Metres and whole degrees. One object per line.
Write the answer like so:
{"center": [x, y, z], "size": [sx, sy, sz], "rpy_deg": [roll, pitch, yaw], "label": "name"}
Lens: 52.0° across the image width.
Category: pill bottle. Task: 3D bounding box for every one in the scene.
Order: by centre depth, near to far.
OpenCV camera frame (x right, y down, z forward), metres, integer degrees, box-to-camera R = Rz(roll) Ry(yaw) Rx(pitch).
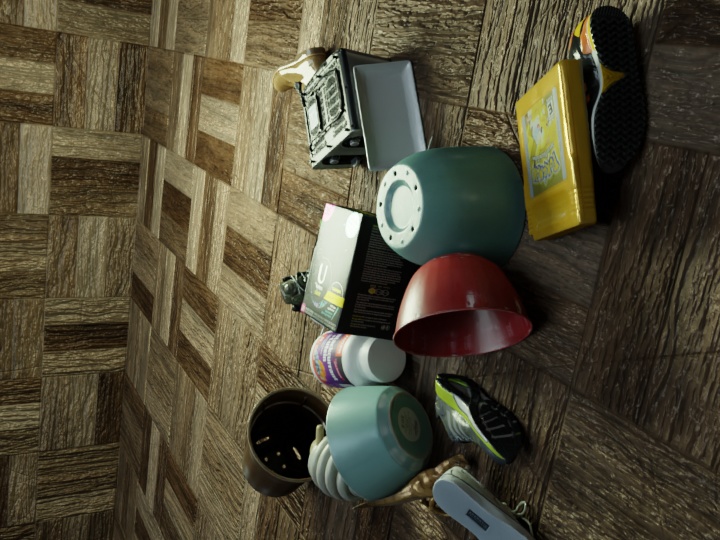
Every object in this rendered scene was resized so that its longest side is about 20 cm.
{"center": [-0.004, 0.164, 1.371], "size": [0.199, 0.111, 0.113], "rpy_deg": [-12, 80, 58], "label": "pill bottle"}

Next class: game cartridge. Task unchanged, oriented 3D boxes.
{"center": [0.249, -0.147, 0.960], "size": [0.176, 0.032, 0.202], "rpy_deg": [140, 127, -81], "label": "game cartridge"}

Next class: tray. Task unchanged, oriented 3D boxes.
{"center": [0.052, -0.270, 1.298], "size": [0.022, 0.106, 0.202], "rpy_deg": [111, 151, -75], "label": "tray"}

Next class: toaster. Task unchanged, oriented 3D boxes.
{"center": [-0.027, -0.308, 1.403], "size": [0.181, 0.118, 0.202], "rpy_deg": [-30, 65, 54], "label": "toaster"}

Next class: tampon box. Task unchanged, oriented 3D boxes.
{"center": [0.000, 0.000, 1.275], "size": [0.150, 0.125, 0.202], "rpy_deg": [22, 100, 60], "label": "tampon box"}

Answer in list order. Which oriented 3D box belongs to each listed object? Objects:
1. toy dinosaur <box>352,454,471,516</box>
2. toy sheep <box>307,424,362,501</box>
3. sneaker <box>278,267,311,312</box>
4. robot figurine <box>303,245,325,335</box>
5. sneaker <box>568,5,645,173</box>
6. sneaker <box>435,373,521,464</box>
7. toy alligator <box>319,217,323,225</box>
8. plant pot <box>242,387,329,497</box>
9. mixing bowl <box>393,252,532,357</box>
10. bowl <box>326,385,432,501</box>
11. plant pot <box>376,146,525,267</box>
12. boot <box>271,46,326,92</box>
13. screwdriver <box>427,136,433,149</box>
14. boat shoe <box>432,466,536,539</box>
{"center": [0.097, 0.357, 1.201], "size": [0.199, 0.107, 0.061], "rpy_deg": [-33, 20, 12], "label": "toy dinosaur"}
{"center": [-0.029, 0.369, 1.402], "size": [0.199, 0.137, 0.139], "rpy_deg": [16, 104, 52], "label": "toy sheep"}
{"center": [-0.096, 0.020, 1.527], "size": [0.200, 0.113, 0.077], "rpy_deg": [-56, 47, 41], "label": "sneaker"}
{"center": [-0.045, 0.023, 1.410], "size": [0.112, 0.169, 0.202], "rpy_deg": [17, 99, 23], "label": "robot figurine"}
{"center": [0.299, -0.218, 0.923], "size": [0.090, 0.069, 0.202], "rpy_deg": [173, 93, -78], "label": "sneaker"}
{"center": [0.175, 0.236, 1.125], "size": [0.200, 0.073, 0.082], "rpy_deg": [-133, 44, -58], "label": "sneaker"}
{"center": [-0.032, -0.095, 1.473], "size": [0.199, 0.054, 0.060], "rpy_deg": [2, 92, 59], "label": "toy alligator"}
{"center": [-0.162, 0.381, 1.578], "size": [0.199, 0.198, 0.202], "rpy_deg": [121, 138, -53], "label": "plant pot"}
{"center": [0.142, 0.044, 1.063], "size": [0.200, 0.198, 0.109], "rpy_deg": [-38, 48, 52], "label": "mixing bowl"}
{"center": [0.047, 0.275, 1.238], "size": [0.105, 0.200, 0.203], "rpy_deg": [-29, 64, 34], "label": "bowl"}
{"center": [0.122, -0.094, 1.114], "size": [0.200, 0.160, 0.203], "rpy_deg": [-1, 89, 58], "label": "plant pot"}
{"center": [-0.138, -0.425, 1.642], "size": [0.199, 0.073, 0.076], "rpy_deg": [-12, 89, 56], "label": "boot"}
{"center": [0.097, -0.139, 1.287], "size": [0.029, 0.028, 0.202], "rpy_deg": [-91, 14, -69], "label": "screwdriver"}
{"center": [0.201, 0.361, 1.072], "size": [0.201, 0.086, 0.075], "rpy_deg": [37, 120, 19], "label": "boat shoe"}
